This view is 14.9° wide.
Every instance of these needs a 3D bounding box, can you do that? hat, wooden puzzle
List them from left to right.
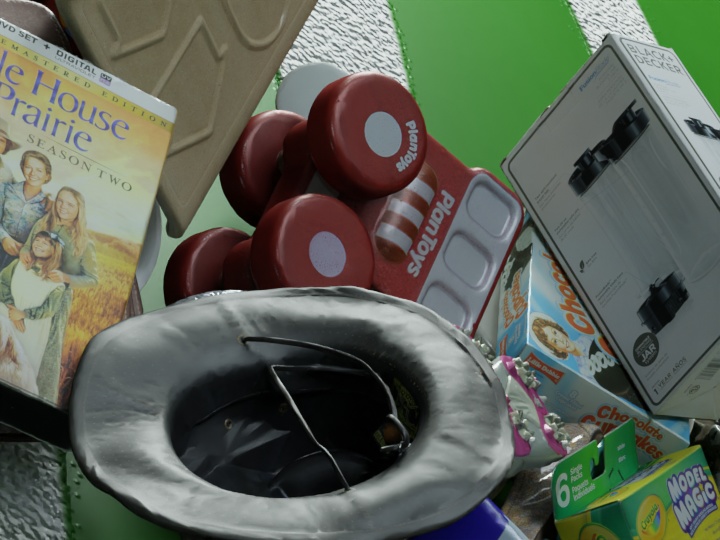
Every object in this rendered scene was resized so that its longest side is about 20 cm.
[{"bbox_3d":[-0.094,-0.147,1.430,0.046,0.200,0.186,11,55,25],"label":"wooden puzzle"},{"bbox_3d":[-0.033,0.087,1.220,0.200,0.081,0.201,6,36,-4],"label":"hat"}]

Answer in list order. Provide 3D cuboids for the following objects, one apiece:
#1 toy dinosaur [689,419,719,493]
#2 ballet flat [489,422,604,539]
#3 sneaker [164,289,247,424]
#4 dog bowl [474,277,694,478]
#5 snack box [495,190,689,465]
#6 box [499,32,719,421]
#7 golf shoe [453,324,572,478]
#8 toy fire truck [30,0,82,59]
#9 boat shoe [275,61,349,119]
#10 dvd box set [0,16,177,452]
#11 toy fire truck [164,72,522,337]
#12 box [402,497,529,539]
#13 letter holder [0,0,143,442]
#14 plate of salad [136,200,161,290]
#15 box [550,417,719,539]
[{"bbox_3d":[0.236,0.100,1.742,0.200,0.077,0.103,-3,65,-59],"label":"toy dinosaur"},{"bbox_3d":[0.078,0.149,1.481,0.067,0.068,0.200,13,34,17],"label":"ballet flat"},{"bbox_3d":[-0.037,0.096,1.360,0.200,0.075,0.115,51,16,-50],"label":"sneaker"},{"bbox_3d":[0.105,0.053,1.652,0.200,0.059,0.200,29,30,-18],"label":"dog bowl"},{"bbox_3d":[0.138,0.027,1.627,0.116,0.037,0.200,31,30,-14],"label":"snack box"},{"bbox_3d":[0.175,-0.026,1.585,0.060,0.117,0.200,7,42,-43],"label":"box"},{"bbox_3d":[0.044,0.082,1.412,0.076,0.091,0.200,65,12,20],"label":"golf shoe"},{"bbox_3d":[-0.156,-0.162,1.555,0.168,0.112,0.200,16,21,-41],"label":"toy fire truck"},{"bbox_3d":[-0.008,-0.021,1.608,0.070,0.064,0.201,-8,69,-9],"label":"boat shoe"},{"bbox_3d":[-0.168,-0.028,1.254,0.146,0.029,0.200,27,46,-16],"label":"dvd box set"},{"bbox_3d":[0.000,0.000,1.501,0.168,0.112,0.200,37,59,-24],"label":"toy fire truck"},{"bbox_3d":[0.088,0.212,1.286,0.200,0.105,0.184,46,-3,12],"label":"box"},{"bbox_3d":[-0.158,-0.024,1.351,0.142,0.101,0.201,4,56,-31],"label":"letter holder"},{"bbox_3d":[-0.199,-0.046,1.453,0.199,0.048,0.201,20,44,-21],"label":"plate of salad"},{"bbox_3d":[0.171,0.181,1.482,0.117,0.048,0.201,-24,90,-58],"label":"box"}]
